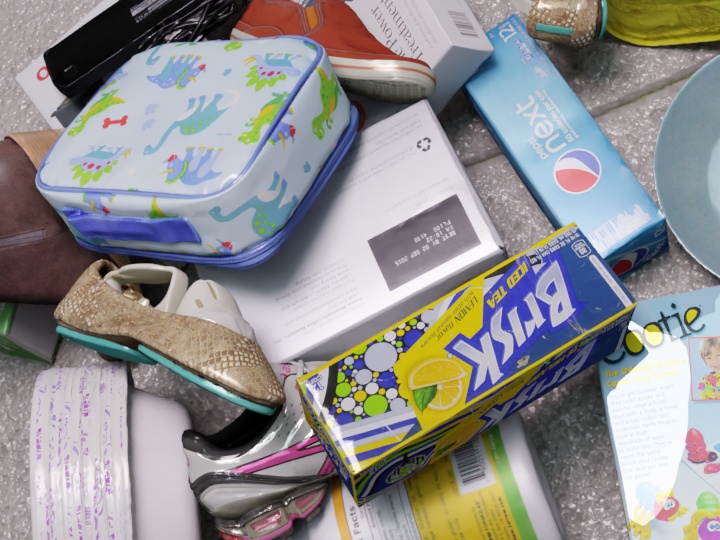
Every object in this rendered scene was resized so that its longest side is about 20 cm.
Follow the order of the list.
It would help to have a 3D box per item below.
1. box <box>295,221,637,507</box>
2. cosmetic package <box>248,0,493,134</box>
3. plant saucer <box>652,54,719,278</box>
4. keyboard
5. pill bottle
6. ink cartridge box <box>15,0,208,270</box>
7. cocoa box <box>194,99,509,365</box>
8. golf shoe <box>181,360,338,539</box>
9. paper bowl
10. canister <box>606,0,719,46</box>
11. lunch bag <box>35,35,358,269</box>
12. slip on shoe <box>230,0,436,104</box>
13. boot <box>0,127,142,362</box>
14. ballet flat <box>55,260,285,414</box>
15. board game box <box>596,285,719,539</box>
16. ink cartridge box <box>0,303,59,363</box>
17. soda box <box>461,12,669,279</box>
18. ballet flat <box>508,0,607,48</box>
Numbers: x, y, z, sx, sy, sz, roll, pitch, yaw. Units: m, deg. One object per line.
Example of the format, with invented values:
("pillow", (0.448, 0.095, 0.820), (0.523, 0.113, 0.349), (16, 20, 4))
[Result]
("box", (0.065, 0.056, 0.721), (0.199, 0.064, 0.070), (-29, 65, -11))
("cosmetic package", (0.000, -0.194, 0.926), (0.151, 0.051, 0.201), (-48, 58, 39))
("plant saucer", (0.309, -0.070, 0.845), (0.199, 0.039, 0.203), (-5, 70, 14))
("keyboard", (-0.152, -0.191, 0.937), (0.199, 0.040, 0.104), (-34, 42, 2))
("pill bottle", (0.031, 0.176, 0.802), (0.198, 0.111, 0.112), (-21, 68, 8))
("ink cartridge box", (-0.165, -0.123, 0.973), (0.146, 0.083, 0.200), (-41, 67, 0))
("cocoa box", (0.000, 0.000, 0.858), (0.199, 0.131, 0.134), (-27, 65, 6))
("golf shoe", (-0.020, 0.091, 0.772), (0.199, 0.093, 0.072), (-33, 21, -17))
("paper bowl", (-0.161, 0.164, 0.815), (0.103, 0.201, 0.203), (-3, 70, -8))
("canister", (0.261, -0.280, 0.889), (0.148, 0.086, 0.202), (1, 69, 40))
("lunch bag", (-0.114, -0.079, 0.813), (0.198, 0.083, 0.161), (4, 50, 35))
("slip on shoe", (-0.021, -0.165, 0.864), (0.199, 0.074, 0.062), (28, 98, 44))
("boot", (-0.255, 0.004, 0.882), (0.166, 0.202, 0.072), (-27, 28, -33))
("ballet flat", (-0.117, 0.032, 0.748), (0.199, 0.070, 0.066), (16, 78, 36))
("board game box", (0.217, 0.125, 0.770), (0.104, 0.103, 0.202), (-11, 70, 13))
("ink cartridge box", (-0.334, -0.019, 0.985), (0.198, 0.084, 0.148), (8, 74, 18))
("soda box", (0.145, -0.087, 0.881), (0.064, 0.068, 0.201), (-32, 67, 5))
("ballet flat", (0.132, -0.240, 0.904), (0.065, 0.071, 0.201), (-3, 43, -6))
